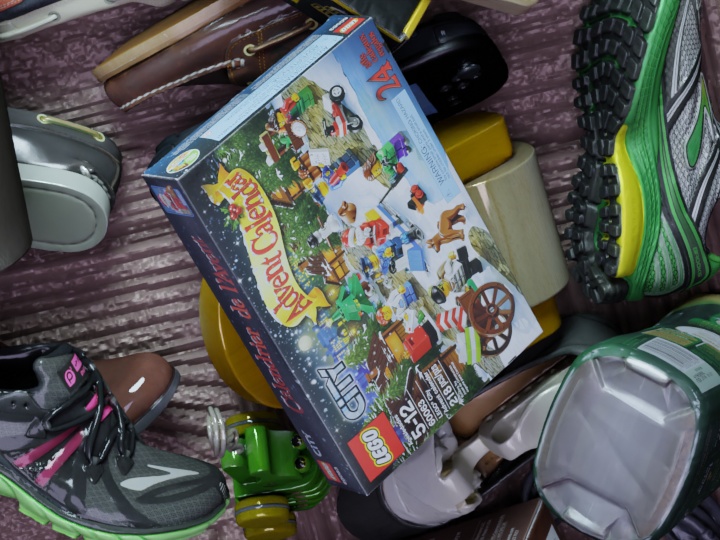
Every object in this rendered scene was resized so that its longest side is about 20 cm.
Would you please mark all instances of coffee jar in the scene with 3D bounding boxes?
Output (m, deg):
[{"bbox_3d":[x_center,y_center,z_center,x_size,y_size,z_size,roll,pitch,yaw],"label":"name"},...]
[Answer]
[{"bbox_3d":[0.169,0.074,1.485,0.085,0.200,0.105,27,109,19],"label":"coffee jar"}]

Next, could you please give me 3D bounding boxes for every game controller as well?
[{"bbox_3d":[-0.017,-0.078,1.489,0.199,0.104,0.042,-23,66,7],"label":"game controller"}]

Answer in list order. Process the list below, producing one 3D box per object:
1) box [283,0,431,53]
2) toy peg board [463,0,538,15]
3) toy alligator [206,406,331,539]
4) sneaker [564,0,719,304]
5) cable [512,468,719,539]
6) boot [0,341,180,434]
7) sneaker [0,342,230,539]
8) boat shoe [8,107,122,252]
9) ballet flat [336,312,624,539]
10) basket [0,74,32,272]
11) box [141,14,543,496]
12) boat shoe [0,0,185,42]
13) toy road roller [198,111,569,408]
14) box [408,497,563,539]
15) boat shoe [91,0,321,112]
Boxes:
[{"bbox_3d":[-0.029,-0.227,1.422,0.199,0.049,0.160,32,75,-7],"label":"box"},{"bbox_3d":[0.022,-0.255,1.366,0.199,0.098,0.201,14,76,-13],"label":"toy peg board"},{"bbox_3d":[-0.045,0.105,1.511,0.054,0.200,0.060,-8,73,2],"label":"toy alligator"},{"bbox_3d":[0.162,-0.084,1.504,0.085,0.078,0.202,-3,107,-22],"label":"sneaker"},{"bbox_3d":[0.148,0.196,1.607,0.163,0.051,0.200,-32,101,20],"label":"cable"},{"bbox_3d":[-0.218,0.023,1.536,0.187,0.069,0.201,-15,118,20],"label":"boot"},{"bbox_3d":[-0.159,0.086,1.487,0.199,0.077,0.084,24,113,-11],"label":"sneaker"},{"bbox_3d":[-0.230,-0.064,1.520,0.200,0.061,0.072,15,138,-2],"label":"boat shoe"},{"bbox_3d":[0.065,0.093,1.559,0.200,0.068,0.068,-39,104,13],"label":"ballet flat"},{"bbox_3d":[-0.246,-0.091,1.404,0.135,0.180,0.201,-2,113,37],"label":"basket"},{"bbox_3d":[-0.005,-0.007,1.402,0.136,0.038,0.201,-42,116,-23],"label":"box"},{"bbox_3d":[-0.114,-0.170,1.474,0.199,0.071,0.063,-13,121,0],"label":"boat shoe"},{"bbox_3d":[0.000,0.000,1.519,0.199,0.146,0.124,-27,111,-29],"label":"toy road roller"},{"bbox_3d":[0.029,0.211,1.576,0.199,0.075,0.101,-20,105,23],"label":"box"},{"bbox_3d":[-0.045,-0.131,1.484,0.199,0.070,0.071,-28,102,10],"label":"boat shoe"}]
